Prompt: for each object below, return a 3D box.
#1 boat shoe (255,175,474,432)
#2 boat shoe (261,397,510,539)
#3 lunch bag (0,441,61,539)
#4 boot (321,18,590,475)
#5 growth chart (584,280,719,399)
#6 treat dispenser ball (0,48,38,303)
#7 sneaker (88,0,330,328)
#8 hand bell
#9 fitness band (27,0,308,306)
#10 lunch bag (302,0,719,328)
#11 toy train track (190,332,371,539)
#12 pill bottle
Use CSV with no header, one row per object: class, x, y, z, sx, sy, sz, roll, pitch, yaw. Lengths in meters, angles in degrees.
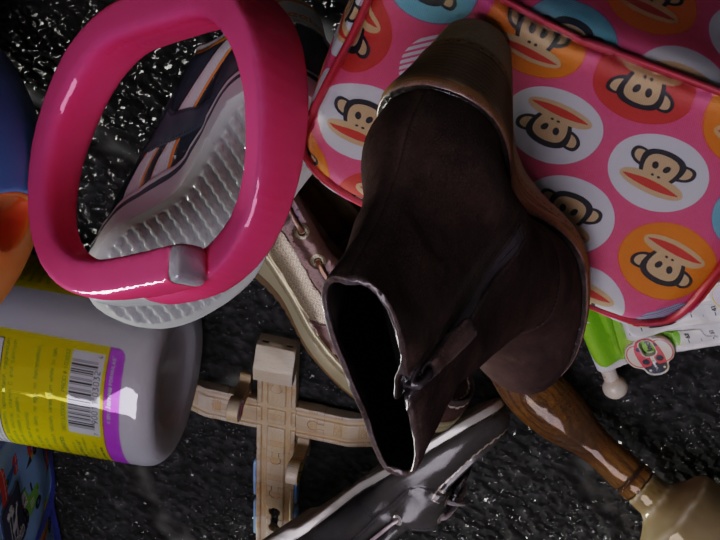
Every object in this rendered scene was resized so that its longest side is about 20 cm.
boat shoe,0.000,0.000,1.182,0.072,0.072,0.200,-31,106,34
boat shoe,0.015,0.139,1.275,0.200,0.067,0.057,-35,89,26
lunch bag,-0.232,0.163,1.340,0.094,0.151,0.200,16,132,5
boot,0.033,0.019,0.903,0.072,0.167,0.200,4,135,21
growth chart,0.185,-0.012,1.144,0.199,0.018,0.145,-16,121,28
treat dispenser ball,-0.257,-0.047,1.138,0.200,0.201,0.201,9,131,11
sneaker,-0.068,-0.050,1.112,0.078,0.080,0.200,25,135,-21
hand bell,0.143,0.108,1.227,0.200,0.104,0.104,41,130,-2
fitness band,-0.093,-0.058,1.038,0.037,0.144,0.200,9,170,-36
lunch bag,0.078,-0.059,0.982,0.199,0.082,0.176,26,134,-4
toy train track,-0.052,0.122,1.324,0.114,0.033,0.201,11,132,10
pill bottle,-0.194,0.041,1.257,0.199,0.104,0.105,10,131,11
